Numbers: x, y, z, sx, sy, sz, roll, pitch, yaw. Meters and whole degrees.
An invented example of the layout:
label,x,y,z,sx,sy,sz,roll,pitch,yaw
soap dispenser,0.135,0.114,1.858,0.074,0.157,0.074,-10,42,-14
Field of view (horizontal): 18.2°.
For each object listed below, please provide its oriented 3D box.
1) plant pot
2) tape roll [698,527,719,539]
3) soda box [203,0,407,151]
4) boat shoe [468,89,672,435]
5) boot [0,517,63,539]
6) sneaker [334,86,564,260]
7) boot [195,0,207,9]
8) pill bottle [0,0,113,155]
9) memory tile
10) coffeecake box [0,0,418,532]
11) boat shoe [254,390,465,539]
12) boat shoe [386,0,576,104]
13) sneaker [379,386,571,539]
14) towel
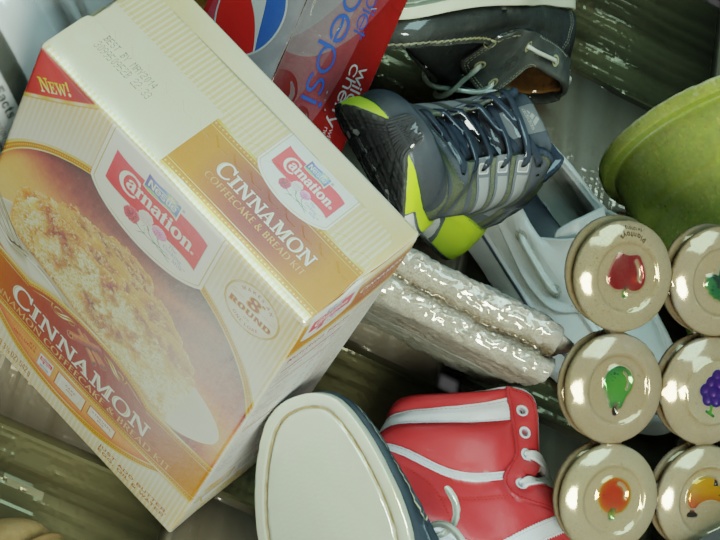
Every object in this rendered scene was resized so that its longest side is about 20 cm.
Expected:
label,x,y,z,sx,sy,sz,roll,pitch,yaw
plant pot,0.241,0.008,1.168,0.199,0.200,0.185,0,67,-30
tape roll,0.204,0.210,0.996,0.199,0.066,0.202,3,85,-28
soda box,-0.020,-0.141,1.067,0.063,0.201,0.070,26,3,39
boat shoe,0.108,-0.005,1.168,0.073,0.065,0.200,-29,74,-42
boot,-0.233,0.075,0.907,0.175,0.066,0.200,-21,67,-40
sneaker,0.045,-0.059,1.067,0.074,0.081,0.200,61,9,8
boot,-0.069,-0.106,1.149,0.200,0.071,0.145,11,57,-19
pill bottle,-0.195,-0.088,0.965,0.199,0.114,0.114,-33,74,-10
memory tile,0.180,0.055,1.032,0.199,0.017,0.155,2,95,-24
coffeecake box,-0.082,-0.002,0.956,0.154,0.200,0.073,46,54,9
boat shoe,0.015,0.141,0.963,0.062,0.075,0.201,-32,100,-60
boat shoe,0.061,-0.119,1.191,0.200,0.071,0.068,-6,101,-60
sneaker,0.088,0.128,1.050,0.199,0.071,0.113,28,50,-6
towel,0.000,0.000,1.055,0.199,0.133,0.035,27,82,-5
